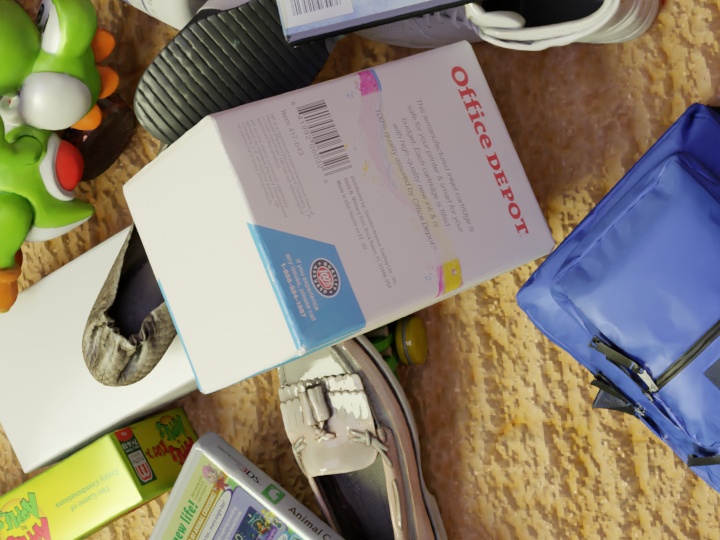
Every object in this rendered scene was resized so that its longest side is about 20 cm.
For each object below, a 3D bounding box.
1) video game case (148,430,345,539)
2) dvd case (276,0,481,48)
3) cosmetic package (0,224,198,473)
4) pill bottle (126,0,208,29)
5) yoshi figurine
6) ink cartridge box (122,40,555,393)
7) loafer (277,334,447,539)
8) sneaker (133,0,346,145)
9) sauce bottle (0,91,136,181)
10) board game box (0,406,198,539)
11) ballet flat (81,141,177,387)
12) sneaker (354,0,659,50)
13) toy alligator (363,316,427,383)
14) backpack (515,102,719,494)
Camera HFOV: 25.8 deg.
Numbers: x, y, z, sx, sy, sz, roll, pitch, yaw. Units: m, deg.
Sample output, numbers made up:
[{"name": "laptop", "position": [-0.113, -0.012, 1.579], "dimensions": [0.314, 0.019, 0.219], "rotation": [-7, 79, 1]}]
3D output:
[{"name": "video game case", "position": [-0.061, 0.221, 0.984], "dimensions": [0.182, 0.022, 0.200], "rotation": [38, 130, 12]}, {"name": "dvd case", "position": [0.007, -0.232, 0.829], "dimensions": [0.142, 0.018, 0.201], "rotation": [-11, 94, 13]}, {"name": "cosmetic package", "position": [-0.143, 0.036, 1.002], "dimensions": [0.199, 0.085, 0.108], "rotation": [-28, 85, 20]}, {"name": "pill bottle", "position": [-0.158, -0.239, 0.956], "dimensions": [0.199, 0.120, 0.120], "rotation": [28, 103, 15]}, {"name": "yoshi figurine", "position": [-0.225, -0.083, 0.945], "dimensions": [0.112, 0.112, 0.201], "rotation": [29, 109, 23]}, {"name": "ink cartridge box", "position": [-0.003, -0.032, 0.867], "dimensions": [0.125, 0.199, 0.129], "rotation": [-27, 84, 57]}, {"name": "loafer", "position": [-0.001, 0.120, 0.939], "dimensions": [0.072, 0.063, 0.201], "rotation": [-12, 112, 30]}, {"name": "sneaker", "position": [-0.049, -0.148, 0.908], "dimensions": [0.200, 0.089, 0.074], "rotation": [-39, 113, -2]}, {"name": "sauce bottle", "position": [-0.238, -0.140, 1.030], "dimensions": [0.200, 0.066, 0.066], "rotation": [37, 105, 12]}, {"name": "board game box", "position": [-0.206, 0.162, 1.026], "dimensions": [0.199, 0.102, 0.048], "rotation": [-30, 84, 19]}, {"name": "ballet flat", "position": [-0.108, -0.026, 0.912], "dimensions": [0.067, 0.046, 0.201], "rotation": [25, 83, 5]}, {"name": "sneaker", "position": [0.062, -0.163, 0.897], "dimensions": [0.199, 0.115, 0.074], "rotation": [3, 98, 21]}, {"name": "toy alligator", "position": [0.000, 0.000, 0.964], "dimensions": [0.059, 0.054, 0.201], "rotation": [-7, 93, 19]}, {"name": "backpack", "position": [0.199, 0.034, 0.840], "dimensions": [0.200, 0.168, 0.163], "rotation": [44, 108, 4]}]
